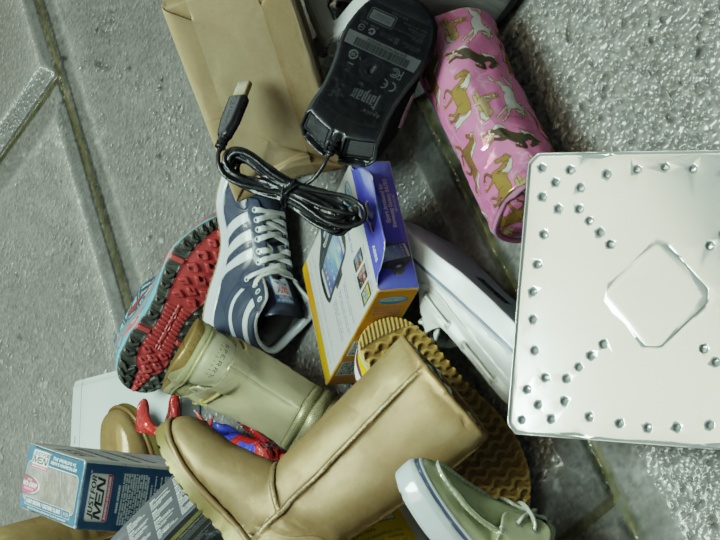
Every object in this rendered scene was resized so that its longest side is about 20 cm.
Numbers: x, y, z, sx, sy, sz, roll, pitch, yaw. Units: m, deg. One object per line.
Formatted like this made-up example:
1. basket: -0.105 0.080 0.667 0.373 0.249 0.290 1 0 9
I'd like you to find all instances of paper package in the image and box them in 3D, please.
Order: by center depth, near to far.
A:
1. paper package: -0.091 -0.185 1.211 0.103 0.192 0.200 -19 24 2

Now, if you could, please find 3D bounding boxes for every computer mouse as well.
1. computer mouse: -0.029 -0.132 1.102 0.139 0.046 0.201 20 79 10

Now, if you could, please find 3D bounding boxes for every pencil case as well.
1. pencil case: 0.105 -0.115 1.105 0.083 0.086 0.201 111 145 -48

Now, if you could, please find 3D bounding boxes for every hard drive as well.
1. hard drive: -0.237 0.167 1.452 0.199 0.027 0.133 -15 69 44

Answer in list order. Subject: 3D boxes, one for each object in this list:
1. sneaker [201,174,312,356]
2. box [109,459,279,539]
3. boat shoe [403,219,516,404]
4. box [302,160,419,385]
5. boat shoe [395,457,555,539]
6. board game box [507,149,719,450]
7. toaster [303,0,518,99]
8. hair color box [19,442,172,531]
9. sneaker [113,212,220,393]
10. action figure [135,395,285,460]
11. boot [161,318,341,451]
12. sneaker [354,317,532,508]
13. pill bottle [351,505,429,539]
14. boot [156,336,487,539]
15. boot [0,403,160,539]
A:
1. sneaker: -0.087 -0.017 1.302 0.108 0.070 0.202 17 99 53
2. box: -0.126 0.238 1.213 0.200 0.160 0.049 -47 50 30
3. boat shoe: 0.075 0.030 1.111 0.066 0.073 0.200 -57 44 14
4. box: 0.000 0.000 1.166 0.200 0.041 0.120 121 142 -56
5. boat shoe: 0.109 0.194 0.977 0.062 0.200 0.072 -43 11 12
6. board game box: 0.205 0.019 0.958 0.198 0.026 0.202 1 80 27
7. toaster: 0.045 -0.243 1.174 0.200 0.129 0.114 -43 52 31
8. hair color box: -0.195 0.200 1.267 0.100 0.199 0.061 5 84 48
9. sneaker: -0.188 0.018 1.392 0.201 0.079 0.096 -53 30 4
10. action figure: -0.125 0.156 1.293 0.199 0.065 0.052 19 101 38
11. boot: -0.094 0.109 1.247 0.073 0.155 0.200 -61 3 -13
12. sneaker: 0.065 0.132 1.108 0.201 0.075 0.090 56 160 22
13. pill bottle: 0.027 0.265 1.073 0.113 0.112 0.200 -54 47 23
14. boot: -0.031 0.123 1.049 0.200 0.066 0.175 -43 77 8
15. boot: -0.273 0.229 1.316 0.066 0.199 0.177 -20 84 44
